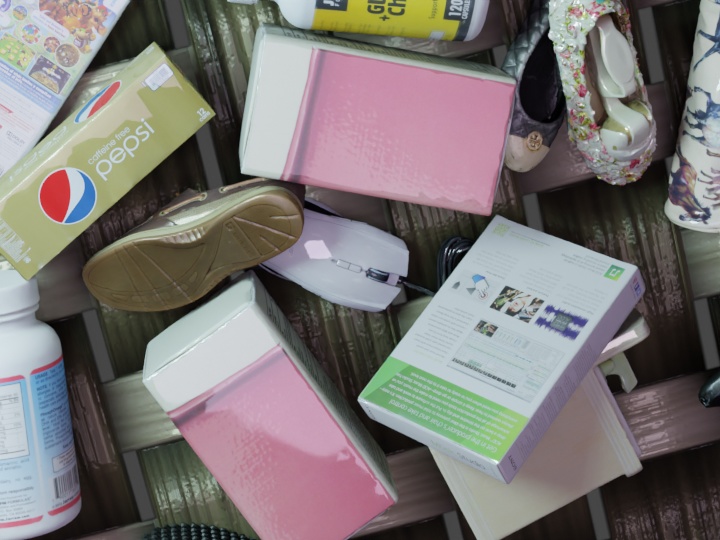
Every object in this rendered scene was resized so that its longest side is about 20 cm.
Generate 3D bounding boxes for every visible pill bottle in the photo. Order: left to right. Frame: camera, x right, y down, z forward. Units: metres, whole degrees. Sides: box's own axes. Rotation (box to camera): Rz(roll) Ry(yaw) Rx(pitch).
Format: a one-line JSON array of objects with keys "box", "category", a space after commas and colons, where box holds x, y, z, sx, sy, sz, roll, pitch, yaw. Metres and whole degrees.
[{"box": [-0.287, 0.106, 1.442, 0.108, 0.109, 0.202, -6, 102, -4], "category": "pill bottle"}, {"box": [-0.001, -0.240, 1.395, 0.198, 0.112, 0.113, 3, 101, -6], "category": "pill bottle"}]

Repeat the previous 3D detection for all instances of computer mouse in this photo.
[{"box": [0.000, 0.000, 1.479, 0.199, 0.044, 0.110, 20, 100, -9], "category": "computer mouse"}]

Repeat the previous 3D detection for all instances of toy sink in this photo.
[{"box": [0.156, 0.121, 1.474, 0.199, 0.130, 0.113, -29, 103, 0], "category": "toy sink"}]

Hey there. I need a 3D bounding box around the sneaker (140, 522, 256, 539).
[{"box": [-0.093, 0.272, 1.512, 0.198, 0.070, 0.094, 10, 95, -10], "category": "sneaker"}]

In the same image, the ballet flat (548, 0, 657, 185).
[{"box": [0.197, -0.139, 1.422, 0.075, 0.064, 0.201, -34, 126, -11], "category": "ballet flat"}]

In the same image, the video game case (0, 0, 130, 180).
[{"box": [-0.292, -0.177, 1.430, 0.143, 0.018, 0.201, 33, 97, -10], "category": "video game case"}]

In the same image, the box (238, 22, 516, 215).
[{"box": [0.009, -0.120, 1.412, 0.199, 0.128, 0.110, 9, 101, -6], "category": "box"}]

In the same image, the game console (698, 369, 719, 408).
[{"box": [0.398, 0.079, 1.484, 0.200, 0.176, 0.117, -43, 74, 13], "category": "game console"}]

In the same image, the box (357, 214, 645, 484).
[{"box": [0.111, 0.058, 1.412, 0.200, 0.144, 0.036, -51, 140, -21], "category": "box"}]

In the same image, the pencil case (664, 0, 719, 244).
[{"box": [0.298, -0.127, 1.451, 0.077, 0.089, 0.201, 4, 107, -11], "category": "pencil case"}]

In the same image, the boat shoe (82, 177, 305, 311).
[{"box": [-0.131, -0.029, 1.451, 0.199, 0.072, 0.072, -24, 118, 22], "category": "boat shoe"}]

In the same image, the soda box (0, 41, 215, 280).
[{"box": [-0.212, -0.087, 1.421, 0.200, 0.068, 0.064, -41, 112, 0], "category": "soda box"}]

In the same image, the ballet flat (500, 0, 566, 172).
[{"box": [0.157, -0.174, 1.445, 0.066, 0.057, 0.201, 12, 102, -34], "category": "ballet flat"}]

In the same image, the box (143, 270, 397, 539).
[{"box": [-0.073, 0.120, 1.446, 0.109, 0.128, 0.200, -35, 102, 3], "category": "box"}]
